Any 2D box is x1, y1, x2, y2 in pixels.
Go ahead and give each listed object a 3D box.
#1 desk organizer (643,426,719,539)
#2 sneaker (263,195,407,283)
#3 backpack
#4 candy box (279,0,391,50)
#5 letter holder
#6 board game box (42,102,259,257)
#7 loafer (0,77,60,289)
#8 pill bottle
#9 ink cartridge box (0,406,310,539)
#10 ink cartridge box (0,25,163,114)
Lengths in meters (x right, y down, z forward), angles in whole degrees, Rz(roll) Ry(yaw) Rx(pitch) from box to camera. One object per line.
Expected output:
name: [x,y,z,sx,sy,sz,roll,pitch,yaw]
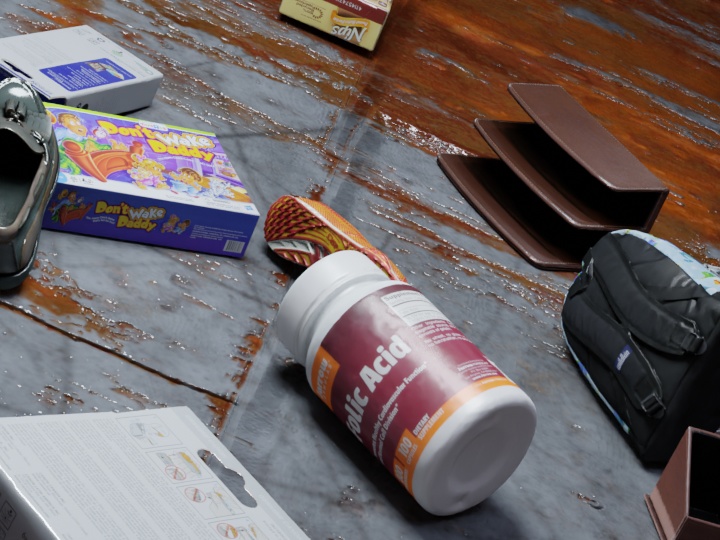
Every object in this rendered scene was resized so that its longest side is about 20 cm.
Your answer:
desk organizer: [0.339,0.198,1.574,0.198,0.078,0.072,17,27,-17]
sneaker: [0.000,0.000,1.654,0.077,0.073,0.200,9,32,-49]
backpack: [0.258,0.052,1.708,0.153,0.164,0.200,11,21,-44]
candy box: [-0.020,-0.328,2.238,0.114,0.056,0.200,23,26,-5]
letter holder: [0.186,-0.097,1.962,0.141,0.101,0.200,1,35,-37]
board game box: [-0.199,-0.079,1.649,0.198,0.045,0.135,8,31,-31]
loafer: [-0.266,-0.080,1.502,0.071,0.063,0.202,5,50,-10]
pill bottle: [0.030,0.080,1.479,0.113,0.115,0.200,-4,38,-45]
ink cartridge box: [-0.149,0.158,1.266,0.199,0.057,0.162,6,31,-51]
ink cartridge box: [-0.269,-0.175,1.761,0.099,0.039,0.200,34,22,16]
